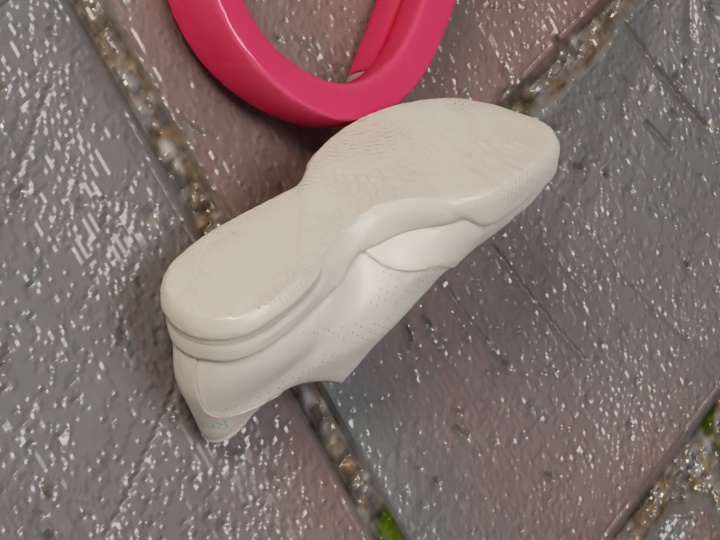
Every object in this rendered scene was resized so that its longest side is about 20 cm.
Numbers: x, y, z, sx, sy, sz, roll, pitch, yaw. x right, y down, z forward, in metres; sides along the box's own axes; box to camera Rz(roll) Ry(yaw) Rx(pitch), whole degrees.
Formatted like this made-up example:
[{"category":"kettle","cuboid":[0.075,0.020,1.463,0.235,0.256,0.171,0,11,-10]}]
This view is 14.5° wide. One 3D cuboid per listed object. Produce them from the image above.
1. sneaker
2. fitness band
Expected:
[{"category":"sneaker","cuboid":[0.000,0.000,1.164,0.200,0.075,0.089,-30,136,-30]},{"category":"fitness band","cuboid":[-0.016,-0.154,1.208,0.144,0.037,0.200,38,56,-33]}]
